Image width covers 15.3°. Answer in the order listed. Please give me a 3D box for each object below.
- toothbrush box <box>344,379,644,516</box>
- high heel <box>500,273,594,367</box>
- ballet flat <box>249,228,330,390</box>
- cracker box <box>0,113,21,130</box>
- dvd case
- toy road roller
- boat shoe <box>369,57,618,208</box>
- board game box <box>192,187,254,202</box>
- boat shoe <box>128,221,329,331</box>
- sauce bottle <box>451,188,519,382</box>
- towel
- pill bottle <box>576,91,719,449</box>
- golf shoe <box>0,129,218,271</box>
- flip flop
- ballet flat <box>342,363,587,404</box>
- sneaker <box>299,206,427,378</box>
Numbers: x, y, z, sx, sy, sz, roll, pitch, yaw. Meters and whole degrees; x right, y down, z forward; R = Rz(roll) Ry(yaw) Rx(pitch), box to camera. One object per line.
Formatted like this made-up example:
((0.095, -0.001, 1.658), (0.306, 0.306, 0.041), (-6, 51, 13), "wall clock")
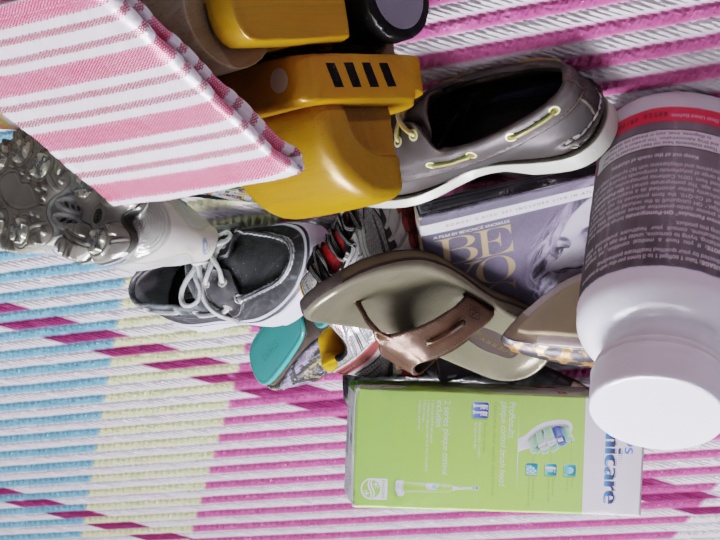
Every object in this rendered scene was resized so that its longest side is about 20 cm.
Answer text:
((0.091, 0.122, 1.874), (0.199, 0.086, 0.146), (3, 180, -1), "toothbrush box")
((0.173, 0.064, 1.806), (0.199, 0.072, 0.143), (-9, 144, -22), "high heel")
((-0.019, 0.023, 1.940), (0.072, 0.072, 0.200), (20, 147, -12), "ballet flat")
((-0.169, -0.139, 1.681), (0.199, 0.058, 0.134), (5, 155, 20), "cracker box")
((0.116, 0.002, 1.773), (0.148, 0.016, 0.200), (-13, 145, -2), "dvd case")
((-0.049, -0.104, 1.533), (0.123, 0.147, 0.200), (-12, 175, 43), "toy road roller")
((0.058, -0.090, 1.655), (0.201, 0.072, 0.061), (-11, 142, 30), "boat shoe")
((-0.095, -0.066, 1.747), (0.104, 0.024, 0.200), (8, 176, 11), "board game box")
((-0.097, 0.001, 1.915), (0.068, 0.074, 0.199), (13, 169, -34), "boat shoe")
((0.090, 0.010, 1.844), (0.066, 0.066, 0.200), (8, 155, 14), "sauce bottle")
((-0.139, -0.103, 1.474), (0.146, 0.030, 0.200), (-6, 145, 38), "towel")
((0.187, 0.002, 1.603), (0.110, 0.200, 0.111), (7, 146, 5), "pill bottle")
((-0.170, -0.034, 1.718), (0.097, 0.079, 0.200), (16, -175, -38), "golf shoe")
((0.049, 0.041, 1.741), (0.200, 0.058, 0.081), (24, 134, -38), "flip flop")
((0.084, 0.093, 2.029), (0.199, 0.057, 0.067), (9, 155, 12), "ballet flat")
((0.000, 0.000, 1.792), (0.082, 0.078, 0.200), (-7, 130, -3), "sneaker")
